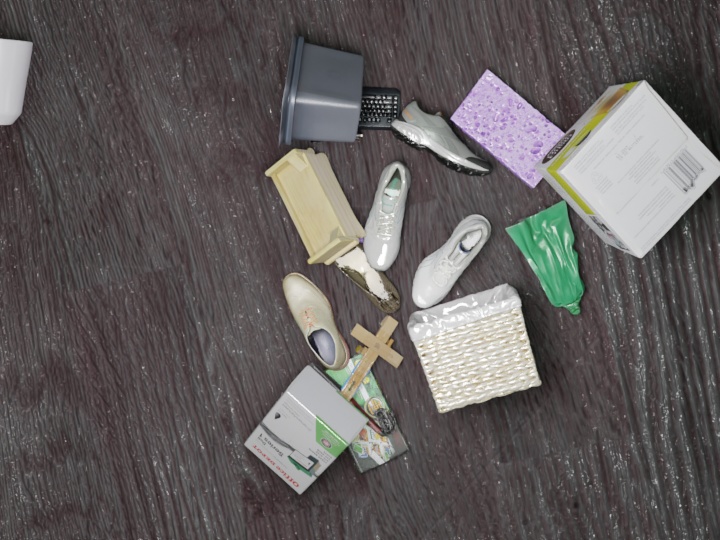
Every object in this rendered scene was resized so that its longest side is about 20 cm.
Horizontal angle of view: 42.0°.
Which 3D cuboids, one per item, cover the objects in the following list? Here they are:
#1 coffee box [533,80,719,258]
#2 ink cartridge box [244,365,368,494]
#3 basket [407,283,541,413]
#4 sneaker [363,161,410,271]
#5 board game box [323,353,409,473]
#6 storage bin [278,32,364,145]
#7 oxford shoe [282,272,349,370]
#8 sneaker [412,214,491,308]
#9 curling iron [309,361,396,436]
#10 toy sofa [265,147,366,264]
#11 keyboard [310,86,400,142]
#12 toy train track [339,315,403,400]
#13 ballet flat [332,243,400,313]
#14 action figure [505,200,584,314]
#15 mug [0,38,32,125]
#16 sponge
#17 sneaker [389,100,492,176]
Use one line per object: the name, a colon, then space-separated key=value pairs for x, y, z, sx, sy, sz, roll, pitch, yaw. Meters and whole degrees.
coffee box: x=0.445 y=-0.174 z=1.583 sx=0.200 sy=0.198 sz=0.200 roll=43 pitch=95 yaw=-8
ink cartridge box: x=-0.100 y=0.288 z=1.670 sx=0.146 sy=0.084 sz=0.200 roll=40 pitch=132 yaw=3
basket: x=0.195 y=0.132 z=1.632 sx=0.198 sy=0.198 sz=0.163 roll=-16 pitch=93 yaw=5
sneaker: x=0.045 y=-0.100 z=1.684 sx=0.069 sy=0.080 sz=0.203 roll=10 pitch=88 yaw=3
board game box: x=0.002 y=0.264 z=1.741 sx=0.104 sy=0.023 sz=0.202 roll=-25 pitch=90 yaw=7
storage bin: x=-0.066 y=-0.300 z=1.633 sx=0.133 sy=0.201 sz=0.147 roll=8 pitch=135 yaw=-3
oxford shoe: x=-0.083 y=0.089 z=1.709 sx=0.070 sy=0.074 sz=0.201 roll=-34 pitch=81 yaw=6
sneaker: x=0.159 y=-0.017 z=1.682 sx=0.074 sy=0.087 sz=0.201 roll=36 pitch=96 yaw=0
curling iron: x=-0.014 y=0.233 z=1.720 sx=0.199 sy=0.026 sz=0.050 roll=36 pitch=73 yaw=7
toy sofa: x=-0.080 y=-0.116 z=1.691 sx=0.082 sy=0.097 sz=0.202 roll=-34 pitch=77 yaw=29
keyboard: x=-0.027 y=-0.286 z=1.709 sx=0.197 sy=0.040 sz=0.106 roll=2 pitch=92 yaw=6
toy train track: x=0.002 y=0.171 z=1.708 sx=0.114 sy=0.032 sz=0.201 roll=37 pitch=79 yaw=-20
ballet flat: x=0.000 y=0.000 z=1.716 sx=0.067 sy=0.046 sz=0.200 roll=-41 pitch=89 yaw=5
action figure: x=0.349 y=-0.010 z=1.683 sx=0.117 sy=0.055 sz=0.202 roll=-24 pitch=97 yaw=4
mug: x=-0.687 y=-0.353 z=1.732 sx=0.148 sy=0.186 sz=0.155 roll=-1 pitch=103 yaw=-27
sponge: x=0.269 y=-0.255 z=1.689 sx=0.199 sy=0.030 sz=0.112 roll=40 pitch=95 yaw=2
sneaker: x=0.153 y=-0.234 z=1.681 sx=0.199 sy=0.074 sz=0.080 roll=32 pitch=87 yaw=2
